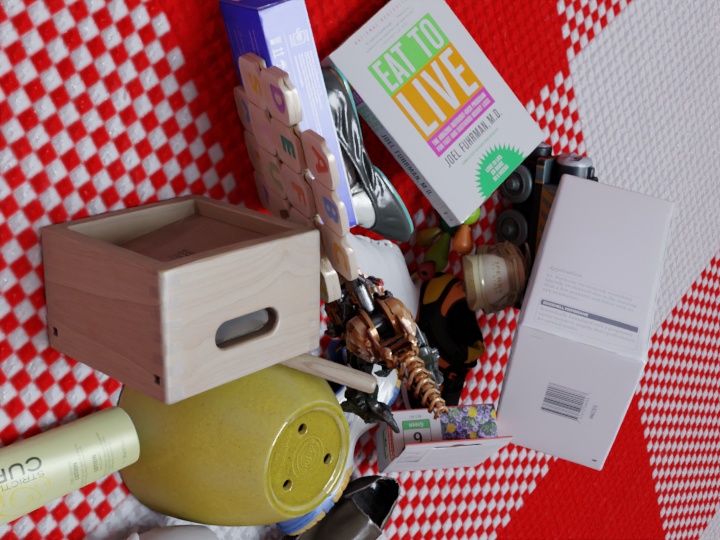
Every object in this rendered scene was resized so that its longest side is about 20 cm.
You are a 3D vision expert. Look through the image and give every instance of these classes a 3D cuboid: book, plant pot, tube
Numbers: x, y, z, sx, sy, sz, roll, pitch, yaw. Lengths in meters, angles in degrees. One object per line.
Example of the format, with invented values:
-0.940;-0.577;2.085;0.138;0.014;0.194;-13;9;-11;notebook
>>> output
0.070;-0.161;1.085;0.134;0.048;0.200;-45;102;-22;book
-0.094;0.144;0.996;0.199;0.141;0.202;-19;116;-43;plant pot
-0.268;0.165;0.882;0.199;0.052;0.058;-20;77;-38;tube

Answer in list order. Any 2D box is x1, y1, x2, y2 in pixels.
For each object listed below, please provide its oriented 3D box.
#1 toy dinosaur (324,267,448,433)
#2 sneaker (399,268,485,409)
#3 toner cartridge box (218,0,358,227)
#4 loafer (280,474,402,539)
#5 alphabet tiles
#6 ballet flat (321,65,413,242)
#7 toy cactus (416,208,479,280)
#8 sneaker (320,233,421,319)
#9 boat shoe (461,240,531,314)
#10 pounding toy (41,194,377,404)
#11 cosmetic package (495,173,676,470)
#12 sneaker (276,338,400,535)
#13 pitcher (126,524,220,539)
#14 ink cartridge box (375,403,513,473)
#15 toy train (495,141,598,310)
0.013;0.064;0.976;0.101;0.201;0.136;-14;130;4;toy dinosaur
0.094;0.098;1.230;0.070;0.090;0.202;-27;121;-40;sneaker
-0.061;-0.134;0.959;0.043;0.095;0.202;-22;116;-18;toner cartridge box
-0.021;0.261;1.136;0.073;0.071;0.200;46;36;-1;loafer
-0.059;-0.075;0.931;0.015;0.195;0.201;-22;121;-19;alphabet tiles
-0.018;-0.095;1.068;0.068;0.068;0.201;-39;119;-21;ballet flat
0.104;-0.096;1.196;0.165;0.101;0.202;-17;114;-65;toy cactus
0.000;0.000;1.123;0.200;0.074;0.088;50;50;-49;sneaker
0.150;0.008;1.167;0.200;0.062;0.074;-23;103;-75;boat shoe
-0.115;0.033;0.903;0.199;0.183;0.144;-17;115;-44;pounding toy
0.220;0.051;1.131;0.200;0.122;0.201;94;16;-51;cosmetic package
-0.044;0.160;1.126;0.088;0.075;0.201;39;71;-29;sneaker
-0.204;0.277;0.943;0.199;0.121;0.173;-26;118;-27;pitcher
0.080;0.166;1.145;0.200;0.108;0.051;108;-22;-71;ink cartridge box
0.218;-0.044;1.303;0.085;0.113;0.202;-11;111;-46;toy train
